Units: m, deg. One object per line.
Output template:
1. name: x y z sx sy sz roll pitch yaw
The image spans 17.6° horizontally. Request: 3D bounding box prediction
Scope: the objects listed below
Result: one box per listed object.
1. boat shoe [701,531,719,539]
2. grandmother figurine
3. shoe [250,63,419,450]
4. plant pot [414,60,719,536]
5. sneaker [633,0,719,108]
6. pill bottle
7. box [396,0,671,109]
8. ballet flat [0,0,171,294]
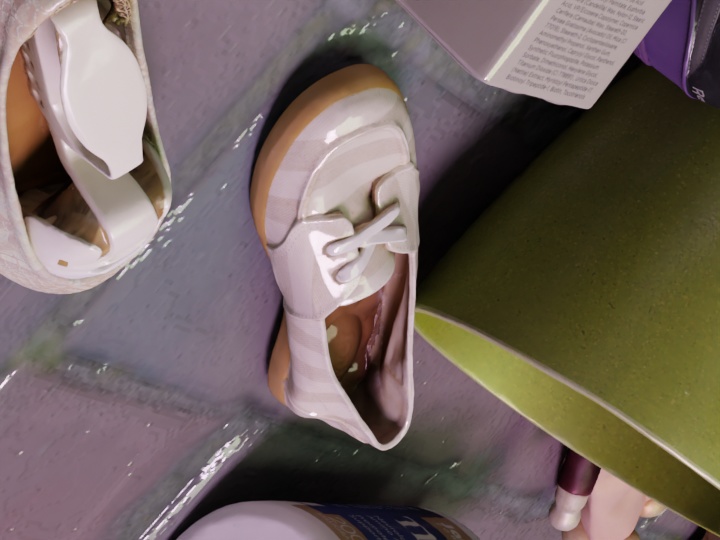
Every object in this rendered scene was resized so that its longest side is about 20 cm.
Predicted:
1. boat shoe: 0.238 0.198 1.471 0.064 0.071 0.201 -6 134 -49
2. grandmother figurine: 0.128 0.078 1.169 0.201 0.060 0.122 84 30 -55
3. shoe: 0.000 0.000 0.876 0.070 0.053 0.201 -32 151 -22
4. plant pot: 0.147 -0.017 0.951 0.201 0.187 0.187 -57 154 -7
5. sneaker: 0.167 -0.151 0.851 0.075 0.088 0.201 -9 137 -48
6. pill bottle: 0.002 0.161 1.046 0.111 0.111 0.200 -51 153 15
7. box: 0.096 -0.154 0.771 0.200 0.068 0.082 -53 152 17
8. ballet flat: -0.087 -0.037 0.692 0.067 0.062 0.200 -35 152 -16
